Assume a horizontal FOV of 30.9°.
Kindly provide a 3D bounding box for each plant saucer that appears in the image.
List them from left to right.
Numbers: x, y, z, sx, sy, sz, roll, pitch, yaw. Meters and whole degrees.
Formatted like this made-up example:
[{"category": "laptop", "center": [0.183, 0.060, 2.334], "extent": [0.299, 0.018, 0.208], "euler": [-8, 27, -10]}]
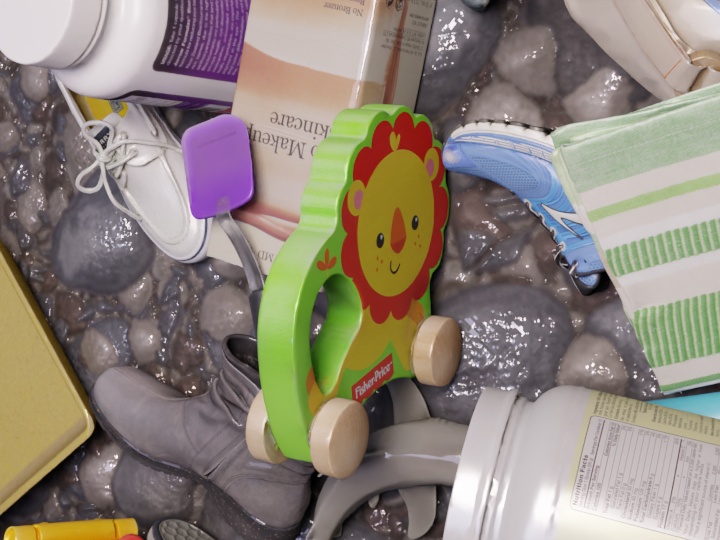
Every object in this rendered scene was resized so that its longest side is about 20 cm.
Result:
[{"category": "plant saucer", "center": [-0.308, 0.094, 1.071], "extent": [0.199, 0.048, 0.201], "euler": [-39, 75, 26]}]

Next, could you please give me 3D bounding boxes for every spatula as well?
[{"category": "spatula", "center": [-0.073, -0.001, 0.842], "extent": [0.056, 0.020, 0.203], "euler": [-17, 90, 31]}]

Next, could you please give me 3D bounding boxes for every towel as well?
[{"category": "towel", "center": [0.204, -0.017, 0.706], "extent": [0.151, 0.024, 0.201], "euler": [-15, 128, 23]}]

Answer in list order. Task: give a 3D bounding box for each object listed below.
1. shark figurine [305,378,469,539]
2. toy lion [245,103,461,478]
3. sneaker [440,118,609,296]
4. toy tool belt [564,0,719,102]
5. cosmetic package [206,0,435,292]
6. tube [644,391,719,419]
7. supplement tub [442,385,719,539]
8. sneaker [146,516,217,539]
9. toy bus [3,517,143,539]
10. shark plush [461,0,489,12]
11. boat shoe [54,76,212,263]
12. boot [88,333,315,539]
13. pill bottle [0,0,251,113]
[{"category": "shark figurine", "center": [-0.006, 0.154, 0.877], "extent": [0.215, 0.089, 0.129], "euler": [-48, 63, 25]}, {"category": "toy lion", "center": [0.000, 0.000, 0.810], "extent": [0.068, 0.200, 0.194], "euler": [8, 116, 30]}, {"category": "sneaker", "center": [0.132, -0.034, 0.794], "extent": [0.198, 0.078, 0.090], "euler": [25, 103, 26]}, {"category": "toy tool belt", "center": [0.217, -0.136, 0.715], "extent": [0.200, 0.124, 0.123], "euler": [47, 122, 18]}, {"category": "cosmetic package", "center": [-0.027, -0.097, 0.875], "extent": [0.102, 0.087, 0.203], "euler": [15, 100, 27]}, {"category": "tube", "center": [0.210, 0.104, 0.780], "extent": [0.197, 0.050, 0.079], "euler": [-8, 104, 25]}, {"category": "supplement tub", "center": [0.152, 0.146, 0.711], "extent": [0.197, 0.145, 0.147], "euler": [12, 99, 13]}, {"category": "sneaker", "center": [-0.121, 0.298, 0.960], "extent": [0.203, 0.077, 0.146], "euler": [48, 111, 17]}, {"category": "toy bus", "center": [-0.202, 0.274, 0.931], "extent": [0.192, 0.134, 0.202], "euler": [-39, 57, 44]}, {"category": "shark plush", "center": [0.053, -0.194, 0.777], "extent": [0.082, 0.201, 0.092], "euler": [19, 117, -5]}, {"category": "boat shoe", "center": [-0.176, -0.094, 0.960], "extent": [0.074, 0.086, 0.204], "euler": [-33, 77, 27]}, {"category": "boot", "center": [-0.102, 0.092, 0.921], "extent": [0.199, 0.070, 0.133], "euler": [31, 128, 17]}, {"category": "pill bottle", "center": [-0.144, -0.168, 0.867], "extent": [0.110, 0.199, 0.113], "euler": [1, 92, 35]}]
